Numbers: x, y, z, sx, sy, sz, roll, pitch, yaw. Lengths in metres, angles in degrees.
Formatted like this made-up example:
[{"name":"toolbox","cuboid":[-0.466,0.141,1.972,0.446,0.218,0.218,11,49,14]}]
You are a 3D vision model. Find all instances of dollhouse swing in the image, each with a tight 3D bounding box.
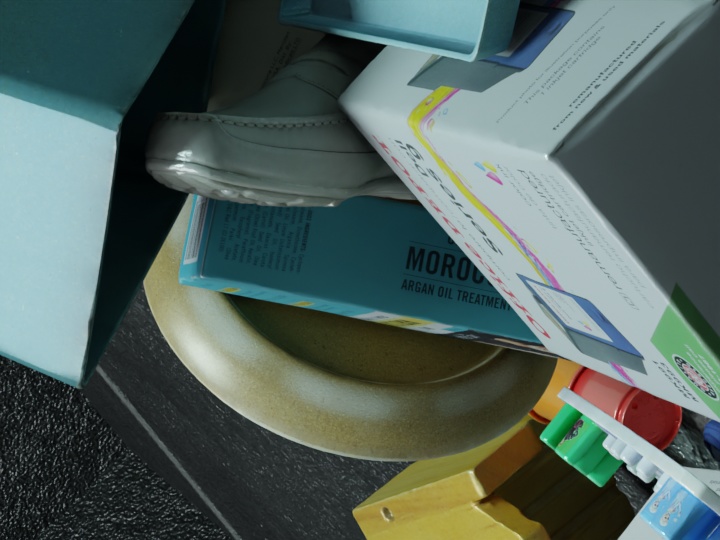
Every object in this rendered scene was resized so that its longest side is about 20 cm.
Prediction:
[{"name":"dollhouse swing","cuboid":[0.129,0.163,1.535,0.200,0.176,0.182,60,149,-2]}]

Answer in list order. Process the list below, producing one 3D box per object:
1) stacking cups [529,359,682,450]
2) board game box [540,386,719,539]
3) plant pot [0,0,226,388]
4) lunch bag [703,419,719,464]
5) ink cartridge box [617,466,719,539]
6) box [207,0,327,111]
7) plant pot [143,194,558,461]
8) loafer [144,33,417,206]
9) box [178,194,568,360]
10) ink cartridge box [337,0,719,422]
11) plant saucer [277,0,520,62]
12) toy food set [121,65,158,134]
[{"name":"stacking cups","cuboid":[0.091,0.052,1.484,0.200,0.061,0.061,29,160,54]},{"name":"board game box","cuboid":[0.168,0.131,1.143,0.200,0.026,0.200,39,179,-12]},{"name":"plant pot","cuboid":[-0.173,-0.074,1.162,0.200,0.141,0.141,17,131,5]},{"name":"lunch bag","cuboid":[0.233,0.115,1.122,0.200,0.076,0.160,36,168,47]},{"name":"ink cartridge box","cuboid":[0.161,0.209,1.355,0.129,0.200,0.125,49,157,-22]},{"name":"box","cuboid":[-0.060,-0.118,1.296,0.200,0.068,0.082,39,-156,30]},{"name":"plant pot","cuboid":[0.000,0.000,1.333,0.200,0.200,0.027,42,140,19]},{"name":"loafer","cuboid":[-0.014,-0.062,1.164,0.070,0.070,0.200,8,-172,33]},{"name":"box","cuboid":[0.026,0.000,1.261,0.200,0.049,0.082,11,176,-10]},{"name":"ink cartridge box","cuboid":[0.096,-0.029,1.060,0.145,0.088,0.200,49,171,-21]},{"name":"plant saucer","cuboid":[0.017,-0.119,1.105,0.019,0.070,0.200,11,-176,-22]},{"name":"toy food set","cuboid":[-0.136,-0.145,1.258,0.049,0.198,0.200,-26,-88,-61]}]
